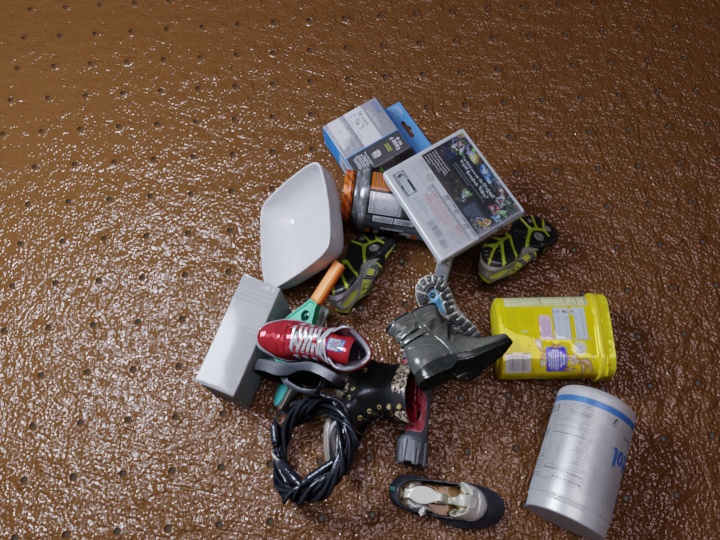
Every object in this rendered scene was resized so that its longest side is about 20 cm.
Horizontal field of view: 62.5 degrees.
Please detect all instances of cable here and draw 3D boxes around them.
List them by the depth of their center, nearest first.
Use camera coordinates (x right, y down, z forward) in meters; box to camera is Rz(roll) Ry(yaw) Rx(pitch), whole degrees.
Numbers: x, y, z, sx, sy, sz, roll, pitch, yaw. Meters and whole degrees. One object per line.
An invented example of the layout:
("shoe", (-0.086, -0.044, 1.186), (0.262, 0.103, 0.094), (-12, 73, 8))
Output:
("cable", (-0.082, 0.286, 0.953), (0.196, 0.050, 0.168), (-19, 55, 38))

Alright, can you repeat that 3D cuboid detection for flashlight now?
("flashlight", (0.094, 0.228, 1.023), (0.065, 0.068, 0.206), (9, 67, 4))

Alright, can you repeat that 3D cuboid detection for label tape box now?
("label tape box", (0.038, -0.278, 1.239), (0.196, 0.064, 0.146), (-31, 70, -11))

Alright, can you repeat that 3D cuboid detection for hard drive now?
("hard drive", (0.177, -0.075, 1.113), (0.025, 0.133, 0.205), (16, 68, 10))

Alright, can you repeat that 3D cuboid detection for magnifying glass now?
("magnifying glass", (-0.090, 0.073, 1.036), (0.079, 0.022, 0.203), (31, 86, 35))

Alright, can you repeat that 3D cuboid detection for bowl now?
("bowl", (-0.103, -0.075, 1.113), (0.073, 0.198, 0.206), (16, 54, -41))

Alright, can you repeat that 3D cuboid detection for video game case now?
("video game case", (0.163, -0.135, 1.055), (0.178, 0.024, 0.203), (-29, 68, -9))

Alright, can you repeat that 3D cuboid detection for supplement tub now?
("supplement tub", (0.354, 0.303, 0.951), (0.128, 0.133, 0.205), (21, 69, 10))
("supplement tub", (0.061, -0.130, 1.136), (0.193, 0.123, 0.127), (9, 67, -1))

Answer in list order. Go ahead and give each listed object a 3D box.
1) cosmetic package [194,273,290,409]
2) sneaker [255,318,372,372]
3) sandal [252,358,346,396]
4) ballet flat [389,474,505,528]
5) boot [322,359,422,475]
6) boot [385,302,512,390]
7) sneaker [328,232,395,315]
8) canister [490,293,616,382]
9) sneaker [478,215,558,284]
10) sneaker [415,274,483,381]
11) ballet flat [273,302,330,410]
("cosmetic package", (-0.203, 0.128, 1.051), (0.088, 0.108, 0.204), (19, 67, 13))
("sneaker", (-0.073, 0.118, 0.952), (0.193, 0.112, 0.074), (11, 80, -7))
("sandal", (-0.099, 0.180, 0.960), (0.196, 0.076, 0.044), (-5, 57, 43))
("ballet flat", (0.142, 0.374, 0.960), (0.193, 0.074, 0.075), (9, 67, 5))
("boot", (0.022, 0.240, 0.986), (0.147, 0.073, 0.205), (-7, 55, 35))
("boot", (0.148, 0.104, 0.982), (0.194, 0.069, 0.133), (-14, 56, -22))
("sneaker", (0.000, 0.000, 1.125), (0.074, 0.078, 0.200), (20, 49, 32))
("canister", (0.336, 0.119, 1.054), (0.192, 0.087, 0.154), (-1, 68, 3))
("sneaker", (0.294, -0.040, 1.127), (0.195, 0.078, 0.076), (-22, 59, -27))
("sneaker", (0.163, 0.099, 1.069), (0.077, 0.090, 0.205), (-26, 89, 2))
("ballet flat", (-0.097, 0.155, 1.064), (0.062, 0.067, 0.206), (23, 69, -22))
